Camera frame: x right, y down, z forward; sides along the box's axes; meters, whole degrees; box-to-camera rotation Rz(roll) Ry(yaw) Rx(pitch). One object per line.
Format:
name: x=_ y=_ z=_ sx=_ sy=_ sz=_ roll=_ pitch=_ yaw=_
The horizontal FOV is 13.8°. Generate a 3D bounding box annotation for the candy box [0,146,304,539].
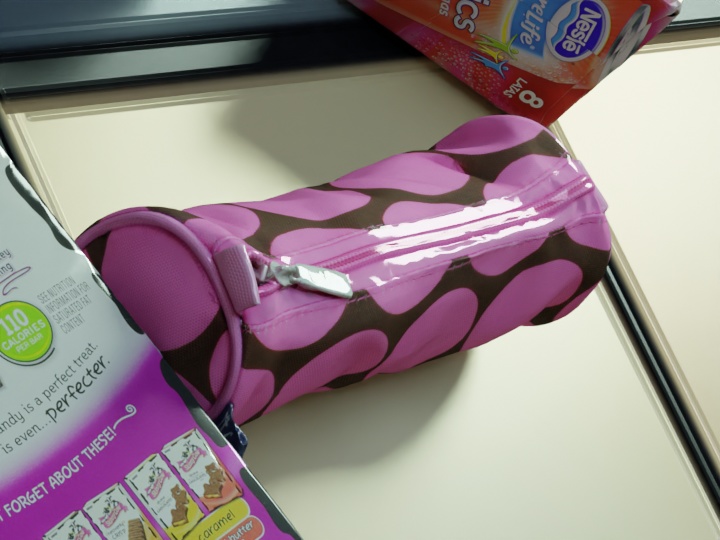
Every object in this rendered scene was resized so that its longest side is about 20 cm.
candy box: x=-0.124 y=0.050 z=0.871 sx=0.200 sy=0.061 sz=0.136 roll=53 pitch=43 yaw=3

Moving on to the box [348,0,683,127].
box: x=0.079 y=-0.164 z=1.163 sx=0.099 sy=0.095 sz=0.201 roll=34 pitch=45 yaw=-14

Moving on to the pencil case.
pencil case: x=0.000 y=0.000 z=0.984 sx=0.200 sy=0.094 sz=0.091 roll=-20 pitch=74 yaw=-46
